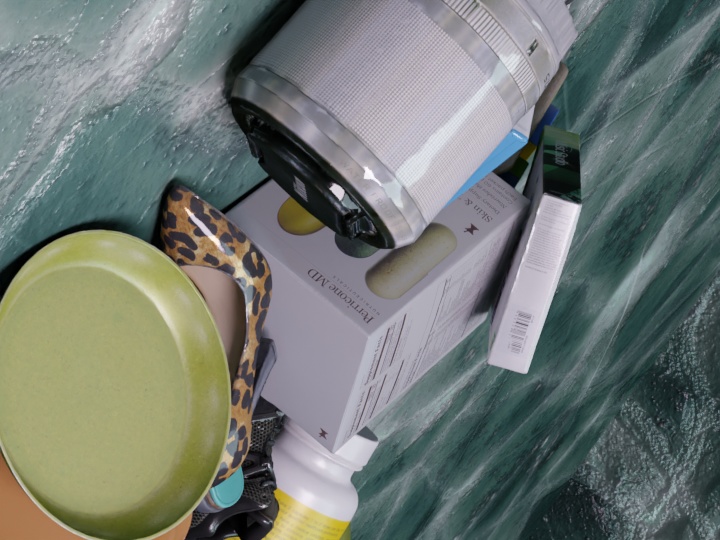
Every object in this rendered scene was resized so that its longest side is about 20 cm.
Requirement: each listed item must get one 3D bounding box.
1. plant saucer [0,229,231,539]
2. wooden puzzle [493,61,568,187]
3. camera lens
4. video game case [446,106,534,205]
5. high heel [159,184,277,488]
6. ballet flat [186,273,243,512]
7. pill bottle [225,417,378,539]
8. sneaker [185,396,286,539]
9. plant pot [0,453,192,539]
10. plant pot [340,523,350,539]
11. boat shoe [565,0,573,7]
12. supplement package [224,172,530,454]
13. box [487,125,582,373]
[{"bbox_3d":[-0.165,0.075,1.255,0.031,0.201,0.200,-12,-165,43],"label":"plant saucer"},{"bbox_3d":[0.106,-0.069,1.692,0.200,0.046,0.185,-51,-176,42],"label":"wooden puzzle"},{"bbox_3d":[0.025,-0.128,1.299,0.200,0.160,0.160,-49,163,-8],"label":"camera lens"},{"bbox_3d":[0.090,-0.139,1.442,0.143,0.018,0.201,-38,-150,47],"label":"video game case"},{"bbox_3d":[-0.111,0.051,1.348,0.201,0.071,0.143,70,31,-42],"label":"high heel"},{"bbox_3d":[-0.134,0.083,1.448,0.073,0.073,0.201,-27,115,-53],"label":"ballet flat"},{"bbox_3d":[-0.071,0.203,1.618,0.201,0.111,0.111,-58,162,6],"label":"pill bottle"},{"bbox_3d":[-0.082,0.141,1.539,0.199,0.114,0.076,-45,164,-25],"label":"sneaker"},{"bbox_3d":[-0.210,0.168,1.340,0.200,0.140,0.200,-45,163,-18],"label":"plant pot"},{"bbox_3d":[-0.084,0.218,1.753,0.187,0.186,0.201,-26,134,-55],"label":"plant pot"},{"bbox_3d":[0.175,-0.262,1.558,0.200,0.073,0.068,-57,172,-4],"label":"boat shoe"},{"bbox_3d":[0.000,0.000,1.509,0.200,0.152,0.151,-39,159,-36],"label":"supplement package"},{"bbox_3d":[0.139,-0.021,1.560,0.200,0.036,0.145,-78,-175,-70],"label":"box"}]
